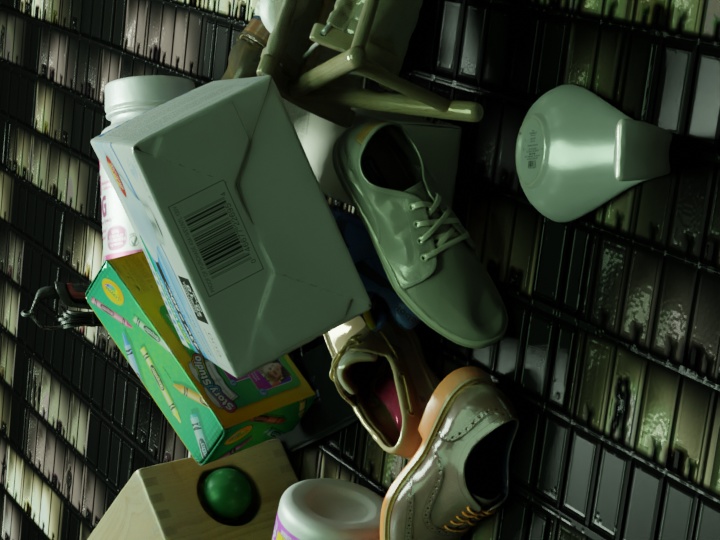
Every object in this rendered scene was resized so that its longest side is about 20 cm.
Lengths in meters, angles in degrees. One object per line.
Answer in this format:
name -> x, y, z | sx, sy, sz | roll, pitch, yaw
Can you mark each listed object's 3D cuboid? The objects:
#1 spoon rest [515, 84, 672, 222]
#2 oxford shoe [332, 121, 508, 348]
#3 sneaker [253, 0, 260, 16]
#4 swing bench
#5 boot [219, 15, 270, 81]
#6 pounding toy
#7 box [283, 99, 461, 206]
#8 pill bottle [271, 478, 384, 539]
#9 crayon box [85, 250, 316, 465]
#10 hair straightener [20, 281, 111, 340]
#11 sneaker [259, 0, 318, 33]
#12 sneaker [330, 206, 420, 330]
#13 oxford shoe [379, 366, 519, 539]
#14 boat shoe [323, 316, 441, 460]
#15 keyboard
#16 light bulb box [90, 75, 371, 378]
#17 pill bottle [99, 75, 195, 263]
spoon rest -> 0.162, -0.081, 1.196 | 0.200, 0.060, 0.100 | -165, 78, -73
oxford shoe -> 0.049, -0.029, 1.306 | 0.201, 0.075, 0.058 | 58, 147, 3
sneaker -> -0.019, -0.231, 1.497 | 0.200, 0.077, 0.087 | 28, 100, 51
swing bench -> 0.018, -0.223, 1.298 | 0.200, 0.129, 0.200 | 6, 77, 57
boot -> -0.107, -0.160, 1.550 | 0.097, 0.075, 0.200 | -54, -3, -9
pounding toy -> -0.144, 0.258, 1.581 | 0.200, 0.183, 0.143 | -52, 56, 47
box -> 0.002, -0.101, 1.447 | 0.200, 0.068, 0.083 | 27, 112, 57
pill bottle -> -0.036, 0.289, 1.478 | 0.104, 0.104, 0.201 | 39, 124, 53
crayon box -> -0.146, 0.069, 1.561 | 0.200, 0.118, 0.058 | 53, 132, 19
hair straightener -> -0.253, 0.048, 1.760 | 0.041, 0.199, 0.077 | 58, 140, 42
sneaker -> -0.039, -0.263, 1.436 | 0.088, 0.075, 0.201 | -7, 44, 46
sneaker -> 0.000, 0.000, 1.424 | 0.200, 0.066, 0.079 | 21, 81, 57
oxford shoe -> 0.069, 0.178, 1.332 | 0.073, 0.071, 0.201 | 42, 126, 46
boat shoe -> 0.012, 0.082, 1.418 | 0.200, 0.069, 0.074 | 50, 121, 43
keyboard -> -0.045, 0.092, 1.579 | 0.200, 0.020, 0.128 | -31, 69, 55
light bulb box -> -0.107, -0.040, 1.363 | 0.199, 0.124, 0.200 | 66, 166, -11
pill bottle -> -0.213, -0.094, 1.775 | 0.113, 0.113, 0.202 | -14, 78, 59
